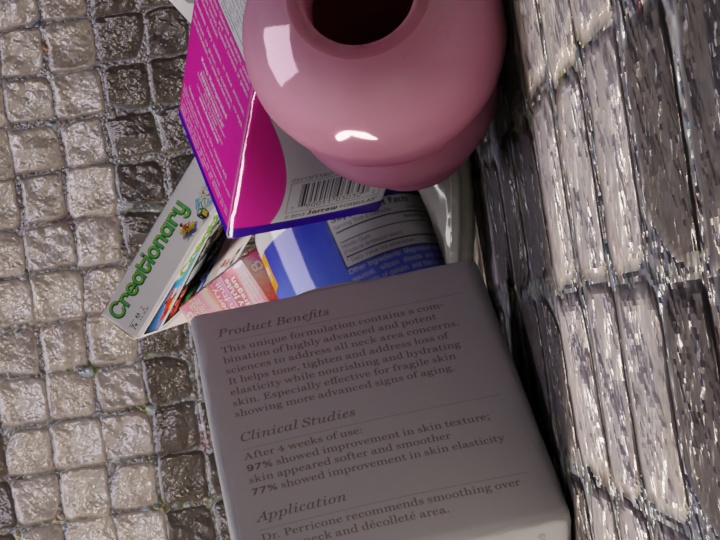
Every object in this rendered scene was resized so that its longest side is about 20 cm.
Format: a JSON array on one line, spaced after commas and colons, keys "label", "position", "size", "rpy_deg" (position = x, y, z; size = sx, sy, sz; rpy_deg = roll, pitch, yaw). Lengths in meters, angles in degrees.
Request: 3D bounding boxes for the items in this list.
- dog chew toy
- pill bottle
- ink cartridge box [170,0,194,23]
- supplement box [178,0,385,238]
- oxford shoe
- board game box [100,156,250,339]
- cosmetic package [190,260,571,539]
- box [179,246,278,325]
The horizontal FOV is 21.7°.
[{"label": "dog chew toy", "position": [0.014, -0.096, 0.920], "size": [0.200, 0.124, 0.125], "rpy_deg": [62, -161, -72]}, {"label": "pill bottle", "position": [0.000, 0.000, 1.185], "size": [0.112, 0.112, 0.201], "rpy_deg": [86, 160, -72]}, {"label": "ink cartridge box", "position": [-0.087, -0.245, 1.300], "size": [0.200, 0.084, 0.146], "rpy_deg": [47, 144, 8]}, {"label": "supplement box", "position": [-0.033, -0.124, 1.050], "size": [0.200, 0.101, 0.104], "rpy_deg": [107, 146, -52]}, {"label": "oxford shoe", "position": [0.037, -0.090, 1.165], "size": [0.075, 0.057, 0.201], "rpy_deg": [91, 169, -71]}, {"label": "board game box", "position": [-0.094, -0.049, 1.288], "size": [0.200, 0.035, 0.126], "rpy_deg": [-58, -10, 13]}, {"label": "cosmetic package", "position": [0.011, 0.130, 1.017], "size": [0.200, 0.166, 0.167], "rpy_deg": [-106, 7, -48]}, {"label": "box", "position": [-0.017, 0.071, 1.278], "size": [0.200, 0.103, 0.095], "rpy_deg": [56, 140, 0]}]
